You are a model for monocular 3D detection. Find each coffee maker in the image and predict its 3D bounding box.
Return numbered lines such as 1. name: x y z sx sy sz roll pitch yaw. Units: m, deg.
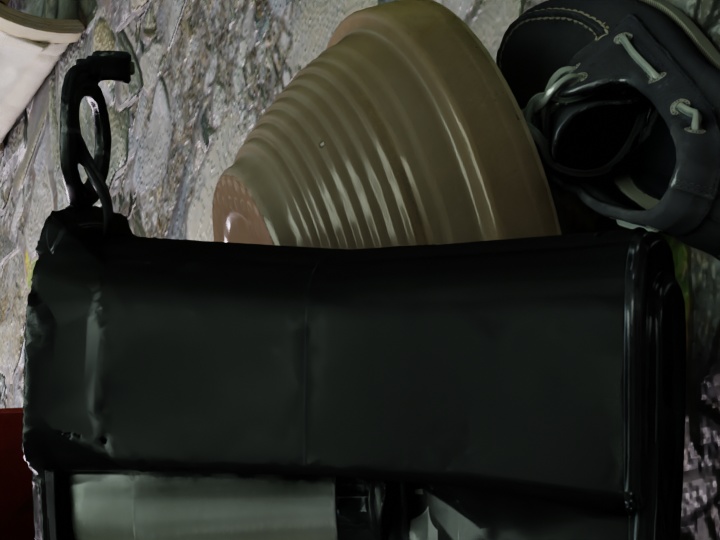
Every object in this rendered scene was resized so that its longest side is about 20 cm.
1. coffee maker: 0.001 0.030 0.612 0.135 0.199 0.193 -61 -33 -64

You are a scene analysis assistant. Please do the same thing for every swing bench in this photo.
1. swing bench: -0.303 -0.217 1.433 0.199 0.129 0.201 -42 48 51

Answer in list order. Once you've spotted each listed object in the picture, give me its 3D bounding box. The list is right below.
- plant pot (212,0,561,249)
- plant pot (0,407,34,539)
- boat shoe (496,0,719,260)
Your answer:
1. plant pot: 0.000 0.000 0.753 0.201 0.092 0.202 165 90 -73
2. plant pot: -0.209 0.212 1.088 0.201 0.198 0.177 -110 27 -42
3. boat shoe: 0.091 -0.060 0.694 0.200 0.062 0.073 46 124 57
